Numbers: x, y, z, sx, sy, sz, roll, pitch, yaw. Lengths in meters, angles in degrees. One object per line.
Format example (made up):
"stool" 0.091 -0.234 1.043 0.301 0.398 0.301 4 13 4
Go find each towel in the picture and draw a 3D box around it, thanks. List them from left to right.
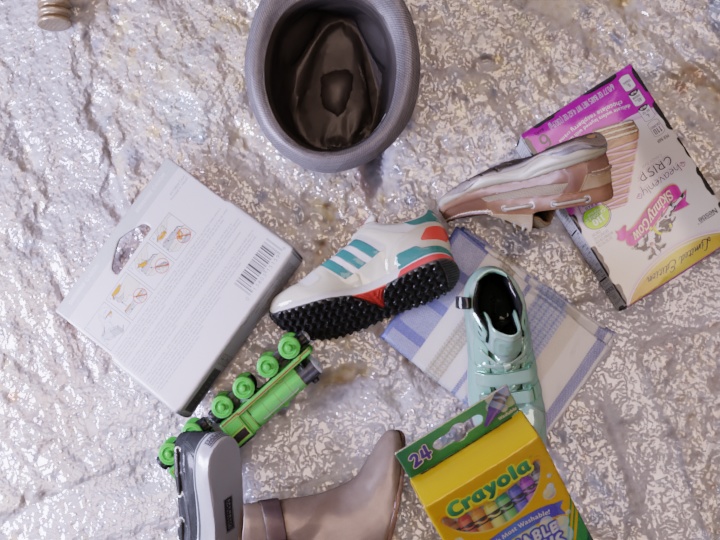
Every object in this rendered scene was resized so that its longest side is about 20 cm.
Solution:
"towel" 0.138 0.068 1.256 0.199 0.024 0.148 36 89 8

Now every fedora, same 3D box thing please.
"fedora" -0.026 -0.198 1.261 0.173 0.090 0.204 -5 89 4

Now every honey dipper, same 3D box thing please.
"honey dipper" -0.324 -0.355 1.326 0.037 0.038 0.204 -3 79 3

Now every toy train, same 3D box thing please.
"toy train" -0.118 0.139 1.247 0.199 0.042 0.057 -41 93 3

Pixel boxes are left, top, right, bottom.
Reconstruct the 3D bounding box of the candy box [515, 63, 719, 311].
"candy box" 0.263 -0.081 1.248 0.135 0.061 0.202 -32 83 -1

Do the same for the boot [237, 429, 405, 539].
"boot" -0.044 0.242 1.207 0.144 0.070 0.204 11 94 -13

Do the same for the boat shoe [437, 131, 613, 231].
"boat shoe" 0.157 -0.071 1.206 0.075 0.198 0.073 -27 97 -44

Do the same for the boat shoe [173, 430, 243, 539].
"boat shoe" -0.149 0.251 1.220 0.056 0.068 0.204 8 104 32

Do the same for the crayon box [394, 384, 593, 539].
"crayon box" 0.131 0.223 1.173 0.125 0.052 0.202 -31 116 -1

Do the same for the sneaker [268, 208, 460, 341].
"sneaker" 0.000 0.000 1.258 0.197 0.071 0.095 -20 51 13

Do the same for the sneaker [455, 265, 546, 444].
"sneaker" 0.132 0.094 1.184 0.072 0.118 0.204 -12 85 3

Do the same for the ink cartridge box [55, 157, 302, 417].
"ink cartridge box" -0.184 0.016 1.269 0.173 0.044 0.201 35 86 18
